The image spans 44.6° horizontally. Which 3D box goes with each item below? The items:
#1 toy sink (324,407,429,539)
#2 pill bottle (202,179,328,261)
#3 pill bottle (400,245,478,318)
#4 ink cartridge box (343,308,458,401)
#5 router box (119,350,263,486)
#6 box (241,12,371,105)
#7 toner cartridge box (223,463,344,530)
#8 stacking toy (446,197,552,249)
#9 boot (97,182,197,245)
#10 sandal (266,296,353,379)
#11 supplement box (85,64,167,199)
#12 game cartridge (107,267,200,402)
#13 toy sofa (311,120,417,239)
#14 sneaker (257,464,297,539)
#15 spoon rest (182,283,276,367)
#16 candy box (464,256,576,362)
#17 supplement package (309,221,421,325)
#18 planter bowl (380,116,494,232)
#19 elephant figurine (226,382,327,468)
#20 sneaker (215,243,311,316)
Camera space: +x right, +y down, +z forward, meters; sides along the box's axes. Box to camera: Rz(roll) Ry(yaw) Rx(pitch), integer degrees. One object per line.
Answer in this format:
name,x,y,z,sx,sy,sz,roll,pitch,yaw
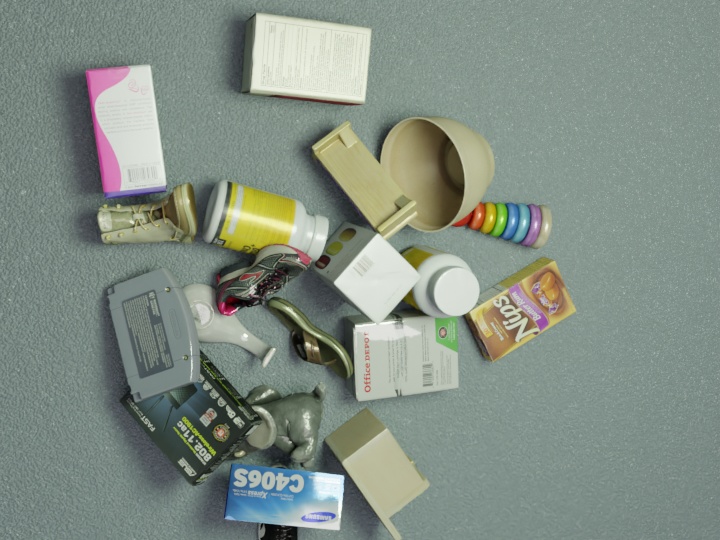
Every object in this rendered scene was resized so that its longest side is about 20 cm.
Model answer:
toy sink,0.043,0.374,1.622,0.112,0.130,0.200,-35,105,-9
pill bottle,-0.161,-0.078,1.500,0.199,0.112,0.113,15,94,-17
pill bottle,0.132,0.021,1.547,0.111,0.200,0.113,-2,99,-15
ink cartridge box,0.074,0.150,1.619,0.199,0.084,0.147,-4,100,-16
router box,-0.286,0.236,1.482,0.150,0.062,0.200,-46,78,6
box,-0.093,-0.351,1.478,0.199,0.109,0.129,3,98,-16
toner cartridge box,-0.131,0.392,1.522,0.199,0.043,0.096,7,75,-8
stacking toy,0.251,-0.098,1.638,0.199,0.085,0.086,10,96,-13
boot,-0.341,-0.085,1.406,0.154,0.200,0.072,-2,77,-14
sandal,-0.097,0.129,1.567,0.201,0.080,0.057,41,63,-9
supplement box,-0.377,-0.225,1.419,0.101,0.103,0.201,-8,102,-14
game cartridge,-0.339,0.104,1.457,0.133,0.042,0.201,-18,79,8
toy sofa,0.006,-0.149,1.510,0.083,0.098,0.200,-38,79,-7
sneaker,-0.145,0.465,1.590,0.073,0.112,0.201,-5,100,-14
spoon rest,-0.242,0.101,1.541,0.200,0.061,0.100,33,87,-5
candy box,0.304,0.075,1.690,0.199,0.056,0.117,-30,106,-9
supplement package,0.000,0.000,1.513,0.110,0.200,0.114,44,84,-18
planter bowl,0.151,-0.180,1.548,0.134,0.200,0.201,-20,105,-39
elephant figurine,-0.172,0.274,1.552,0.199,0.142,0.156,11,66,-2
sneaker,-0.161,0.018,1.475,0.081,0.199,0.075,35,43,-38
